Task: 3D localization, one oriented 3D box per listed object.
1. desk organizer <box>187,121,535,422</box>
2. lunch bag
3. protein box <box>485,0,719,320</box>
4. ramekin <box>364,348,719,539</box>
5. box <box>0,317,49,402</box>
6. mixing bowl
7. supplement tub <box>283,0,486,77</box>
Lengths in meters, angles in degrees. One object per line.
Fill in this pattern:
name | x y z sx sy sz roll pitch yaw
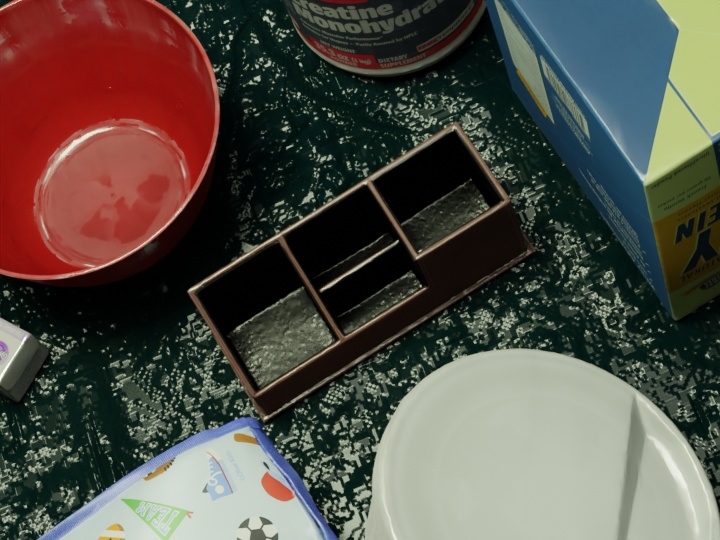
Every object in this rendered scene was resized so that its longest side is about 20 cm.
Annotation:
desk organizer | 0.000 0.000 1.478 0.199 0.077 0.072 -32 64 -1
lunch bag | -0.097 0.206 1.393 0.200 0.124 0.170 -38 64 4
protein box | 0.178 -0.116 1.416 0.134 0.200 0.199 -32 64 -2
ramekin | 0.094 0.152 1.349 0.201 0.094 0.204 9 55 -13
box | -0.293 0.021 1.559 0.199 0.039 0.042 27 77 22
mixing bowl | -0.172 -0.067 1.529 0.198 0.109 0.202 -5 66 11
supplement tub | 0.002 -0.222 1.502 0.139 0.200 0.141 -5 67 11
